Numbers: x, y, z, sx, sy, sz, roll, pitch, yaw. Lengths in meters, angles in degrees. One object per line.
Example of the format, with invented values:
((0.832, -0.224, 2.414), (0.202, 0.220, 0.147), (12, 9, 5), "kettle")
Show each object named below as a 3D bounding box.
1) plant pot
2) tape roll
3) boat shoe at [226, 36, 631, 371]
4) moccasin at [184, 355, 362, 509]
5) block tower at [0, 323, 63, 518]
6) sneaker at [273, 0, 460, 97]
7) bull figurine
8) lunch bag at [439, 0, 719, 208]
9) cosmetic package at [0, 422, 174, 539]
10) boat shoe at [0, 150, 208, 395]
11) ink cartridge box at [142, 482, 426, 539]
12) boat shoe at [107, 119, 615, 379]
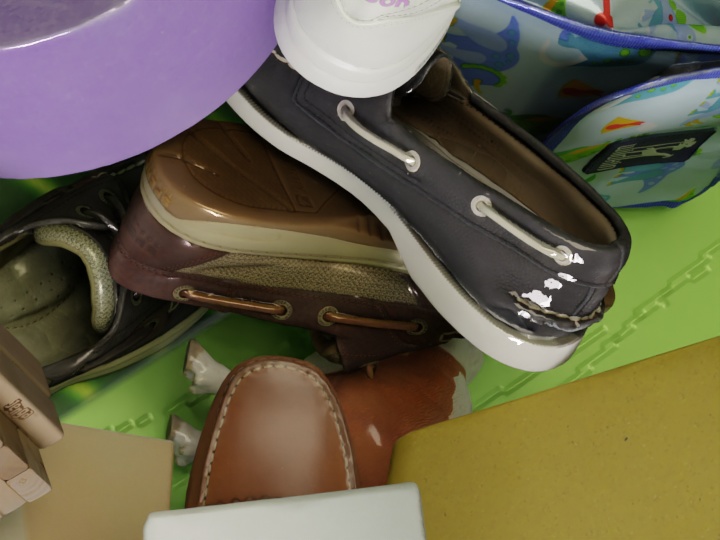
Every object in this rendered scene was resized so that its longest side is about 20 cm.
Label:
((0.107, 0.139, 1.020), (0.199, 0.200, 0.178), (-19, 66, 12), "plant pot")
((-0.118, -0.139, 1.007), (0.198, 0.085, 0.201), (-4, 62, 8), "tape roll")
((0.016, -0.053, 1.018), (0.074, 0.060, 0.200), (-19, 60, -47), "boat shoe")
((-0.037, 0.129, 0.996), (0.073, 0.078, 0.203), (11, 76, -1), "moccasin")
((-0.200, 0.085, 0.970), (0.199, 0.058, 0.054), (-30, 52, 6), "block tower")
((0.040, -0.153, 0.976), (0.075, 0.100, 0.201), (26, 66, -2), "sneaker")
((-0.015, 0.089, 1.088), (0.121, 0.065, 0.201), (9, 66, -9), "bull figurine")
((0.076, -0.096, 1.113), (0.199, 0.170, 0.128), (22, 68, -9), "lunch bag")
((-0.124, 0.154, 0.998), (0.104, 0.071, 0.201), (8, 58, -13), "cosmetic package")
((-0.106, 0.006, 1.077), (0.200, 0.066, 0.072), (-33, 89, -23), "boat shoe")
((-0.054, 0.175, 0.905), (0.172, 0.044, 0.201), (-7, 66, -2), "ink cartridge box")
((0.000, 0.000, 1.062), (0.199, 0.072, 0.072), (9, 38, -31), "boat shoe")
